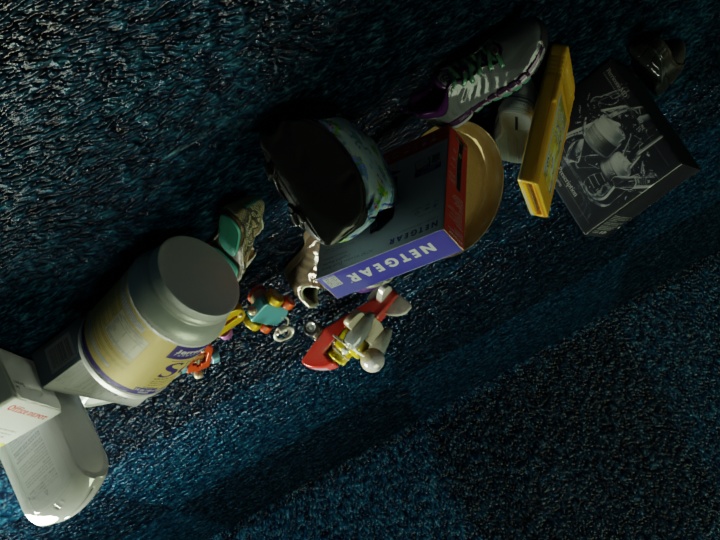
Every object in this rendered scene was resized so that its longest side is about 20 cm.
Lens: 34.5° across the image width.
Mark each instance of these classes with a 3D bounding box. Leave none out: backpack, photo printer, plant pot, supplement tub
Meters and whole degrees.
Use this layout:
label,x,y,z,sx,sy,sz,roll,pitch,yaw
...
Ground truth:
label,x,y,z,sx,sy,sz,roll,pitch,yaw
backpack,-0.030,-0.108,1.413,0.153,0.163,0.200,-31,171,-5
photo printer,-0.450,0.259,1.679,0.166,0.200,0.069,-42,159,32
plant pot,0.121,-0.117,1.655,0.200,0.027,0.201,-13,113,-33
supplement tub,-0.263,0.061,1.517,0.145,0.146,0.200,-8,153,-50

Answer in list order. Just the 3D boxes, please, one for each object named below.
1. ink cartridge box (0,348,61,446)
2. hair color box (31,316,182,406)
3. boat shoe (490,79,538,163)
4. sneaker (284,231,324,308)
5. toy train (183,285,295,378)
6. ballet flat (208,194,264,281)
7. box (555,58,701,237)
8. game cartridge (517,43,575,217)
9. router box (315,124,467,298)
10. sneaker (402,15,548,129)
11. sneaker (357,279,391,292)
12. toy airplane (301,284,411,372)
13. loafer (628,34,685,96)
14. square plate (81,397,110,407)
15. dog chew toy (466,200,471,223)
label,x,y,z,sx,sy,sz,roll,pitch,yaw
ink cartridge box,-0.530,0.195,1.567,0.200,0.084,0.145,-30,163,2
hair color box,-0.359,0.134,1.661,0.099,0.061,0.200,-35,152,18
boat shoe,0.230,-0.215,1.661,0.073,0.067,0.200,15,166,4
sneaker,-0.052,-0.016,1.754,0.070,0.076,0.200,-19,160,-30
toy train,-0.200,0.087,1.815,0.199,0.056,0.150,-19,147,-24
ballet flat,-0.165,-0.035,1.559,0.075,0.068,0.200,-37,167,-34
box,0.379,-0.183,1.770,0.182,0.200,0.104,-38,160,24
game cartridge,0.266,-0.192,1.631,0.176,0.032,0.201,41,64,-72
router box,0.042,-0.076,1.504,0.200,0.180,0.049,-22,134,30
sneaker,0.144,-0.244,1.448,0.087,0.075,0.200,0,147,-49
sneaker,0.000,0.000,1.637,0.084,0.080,0.200,-60,-173,13
toy airplane,0.010,0.115,2.108,0.200,0.141,0.199,-15,157,-39
loafer,0.449,-0.322,1.733,0.072,0.073,0.200,-42,170,9
square plate,-0.355,0.160,1.840,0.200,0.029,0.198,-41,159,31
dog chew toy,0.114,-0.093,1.746,0.200,0.125,0.125,-34,164,-13
